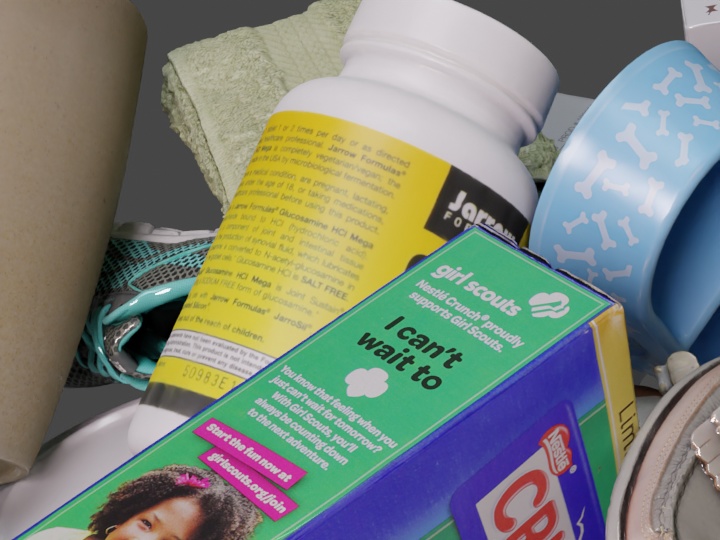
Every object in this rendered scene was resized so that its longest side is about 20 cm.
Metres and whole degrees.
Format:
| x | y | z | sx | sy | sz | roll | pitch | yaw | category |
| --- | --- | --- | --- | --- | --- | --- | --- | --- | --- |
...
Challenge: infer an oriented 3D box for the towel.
| x | y | z | sx | sy | sz | roll | pitch | yaw | category |
| --- | --- | --- | --- | --- | --- | --- | --- | --- | --- |
| -0.004 | -0.066 | 0.980 | 0.148 | 0.037 | 0.200 | -21 | 38 | -7 | towel |

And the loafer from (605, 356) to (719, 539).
| x | y | z | sx | sy | sz | roll | pitch | yaw | category |
| --- | --- | --- | --- | --- | --- | --- | --- | --- | --- |
| 0.152 | 0.048 | 0.709 | 0.063 | 0.072 | 0.200 | -30 | 1 | 45 | loafer |

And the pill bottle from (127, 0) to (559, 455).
| x | y | z | sx | sy | sz | roll | pitch | yaw | category |
| --- | --- | --- | --- | --- | --- | --- | --- | --- | --- |
| 0.000 | 0.000 | 0.838 | 0.112 | 0.112 | 0.201 | 16 | 77 | 35 | pill bottle |

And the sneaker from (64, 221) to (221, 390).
| x | y | z | sx | sy | sz | roll | pitch | yaw | category |
| --- | --- | --- | --- | --- | --- | --- | --- | --- | --- |
| -0.098 | 0.021 | 0.998 | 0.199 | 0.078 | 0.091 | -14 | 14 | 33 | sneaker |

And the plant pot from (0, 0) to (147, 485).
| x | y | z | sx | sy | sz | roll | pitch | yaw | category |
| --- | --- | --- | --- | --- | --- | --- | --- | --- | --- |
| -0.187 | -0.011 | 0.952 | 0.186 | 0.187 | 0.201 | -5 | 74 | 14 | plant pot |

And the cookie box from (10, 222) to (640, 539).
| x | y | z | sx | sy | sz | roll | pitch | yaw | category |
| --- | --- | --- | --- | --- | --- | --- | --- | --- | --- |
| -0.001 | 0.109 | 0.699 | 0.200 | 0.172 | 0.075 | -35 | 43 | -24 | cookie box |

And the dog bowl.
| x | y | z | sx | sy | sz | roll | pitch | yaw | category |
| --- | --- | --- | --- | --- | --- | --- | --- | --- | --- |
| 0.135 | -0.012 | 0.884 | 0.049 | 0.200 | 0.112 | 33 | 86 | 29 | dog bowl |

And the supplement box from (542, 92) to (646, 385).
| x | y | z | sx | sy | sz | roll | pitch | yaw | category |
| --- | --- | --- | --- | --- | --- | --- | --- | --- | --- |
| 0.049 | -0.021 | 1.016 | 0.199 | 0.104 | 0.101 | 15 | 47 | 33 | supplement box |

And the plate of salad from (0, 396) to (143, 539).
| x | y | z | sx | sy | sz | roll | pitch | yaw | category |
| --- | --- | --- | --- | --- | --- | --- | --- | --- | --- |
| -0.080 | 0.106 | 0.935 | 0.199 | 0.048 | 0.200 | -14 | 27 | 7 | plate of salad |

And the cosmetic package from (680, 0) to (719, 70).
| x | y | z | sx | sy | sz | roll | pitch | yaw | category |
| --- | --- | --- | --- | --- | --- | --- | --- | --- | --- |
| 0.248 | -0.070 | 0.966 | 0.199 | 0.151 | 0.052 | -8 | 37 | 9 | cosmetic package |

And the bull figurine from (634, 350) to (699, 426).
| x | y | z | sx | sy | sz | roll | pitch | yaw | category |
| --- | --- | --- | --- | --- | --- | --- | --- | --- | --- |
| 0.120 | 0.072 | 0.874 | 0.199 | 0.121 | 0.066 | -9 | 66 | 21 | bull figurine |
